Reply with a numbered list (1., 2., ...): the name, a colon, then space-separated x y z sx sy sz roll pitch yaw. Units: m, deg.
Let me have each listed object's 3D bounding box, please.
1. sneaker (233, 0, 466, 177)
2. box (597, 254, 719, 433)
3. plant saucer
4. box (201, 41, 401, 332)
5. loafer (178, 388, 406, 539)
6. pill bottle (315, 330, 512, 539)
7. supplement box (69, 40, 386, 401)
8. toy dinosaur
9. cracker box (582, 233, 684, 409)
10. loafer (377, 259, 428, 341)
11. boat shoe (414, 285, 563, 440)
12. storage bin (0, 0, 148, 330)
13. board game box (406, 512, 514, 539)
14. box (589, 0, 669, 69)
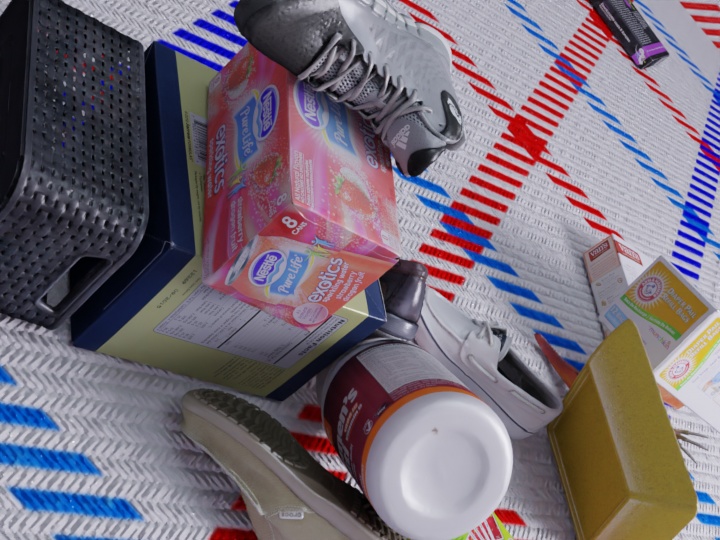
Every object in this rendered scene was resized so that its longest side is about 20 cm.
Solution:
1. sneaker: 0.011 -0.120 0.727 0.199 0.075 0.116 7 56 -48
2. box: 0.378 0.089 1.256 0.200 0.101 0.113 34 15 -40
3. plant saucer: 0.239 0.182 1.079 0.048 0.201 0.201 -3 56 -13
4. box: -0.043 -0.075 0.775 0.094 0.102 0.201 27 42 -32
5. loafer: -0.059 0.163 0.806 0.199 0.068 0.076 38 7 6
6. pill bottle: 0.031 0.117 0.854 0.109 0.110 0.200 37 0 -21
7. supplement box: -0.108 -0.032 0.871 0.199 0.134 0.201 21 44 -38
8. toy dinosaur: 0.270 0.185 1.221 0.198 0.105 0.182 13 49 3
9. cracker box: 0.369 0.065 1.441 0.133 0.058 0.201 26 40 -34
10. loafer: 0.000 0.000 0.949 0.071 0.063 0.200 22 5 -32
11. boat shoe: 0.125 0.080 1.115 0.200 0.065 0.074 45 34 -12
12. storage bin: -0.224 -0.079 0.771 0.093 0.135 0.201 24 42 -36
13. board game box: 0.067 0.264 0.884 0.102 0.048 0.200 52 32 1
14. box: 0.523 -0.489 2.186 0.201 0.036 0.143 57 32 5
